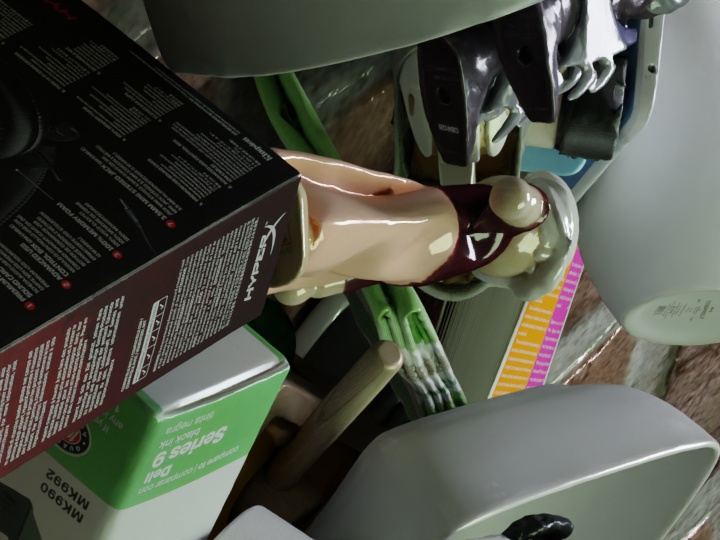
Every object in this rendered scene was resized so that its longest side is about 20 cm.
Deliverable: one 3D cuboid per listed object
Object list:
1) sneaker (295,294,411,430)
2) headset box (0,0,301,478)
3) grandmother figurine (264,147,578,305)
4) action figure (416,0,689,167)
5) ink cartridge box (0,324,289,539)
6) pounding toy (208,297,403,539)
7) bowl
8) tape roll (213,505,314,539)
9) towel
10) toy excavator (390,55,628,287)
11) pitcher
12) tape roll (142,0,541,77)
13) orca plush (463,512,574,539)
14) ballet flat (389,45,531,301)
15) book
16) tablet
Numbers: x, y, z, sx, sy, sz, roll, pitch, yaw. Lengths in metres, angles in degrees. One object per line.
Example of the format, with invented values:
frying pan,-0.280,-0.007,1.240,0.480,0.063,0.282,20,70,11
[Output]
sneaker,-0.020,0.112,1.513,0.200,0.099,0.071,-59,160,21
headset box,-0.143,-0.010,0.994,0.200,0.149,0.077,-34,152,-40
grandmother figurine,0.020,-0.016,1.137,0.200,0.121,0.061,-2,86,-53
action figure,0.108,-0.111,1.126,0.200,0.130,0.070,-32,109,-37
ink cartridge box,-0.135,0.078,1.154,0.084,0.146,0.200,-23,145,-51
pounding toy,-0.067,0.087,1.313,0.200,0.142,0.184,-52,159,3
bowl,0.043,0.128,1.332,0.200,0.075,0.200,-14,146,-43
tape roll,-0.081,0.188,1.195,0.203,0.037,0.203,-56,172,-11
towel,0.000,0.000,1.322,0.031,0.149,0.200,-29,155,-1
toy excavator,0.066,-0.082,1.364,0.200,0.099,0.195,-75,172,-84
pitcher,0.164,-0.060,1.512,0.172,0.121,0.201,93,-4,-68
tape roll,0.015,-0.133,1.056,0.200,0.200,0.066,-32,112,-40
orca plush,0.066,0.170,1.264,0.105,0.071,0.200,-34,155,-7
ballet flat,0.044,-0.057,1.221,0.200,0.067,0.064,89,5,-55
book,0.079,0.038,1.587,0.201,0.048,0.134,-71,162,0
tablet,0.117,-0.106,1.383,0.200,0.014,0.131,119,-23,-76
